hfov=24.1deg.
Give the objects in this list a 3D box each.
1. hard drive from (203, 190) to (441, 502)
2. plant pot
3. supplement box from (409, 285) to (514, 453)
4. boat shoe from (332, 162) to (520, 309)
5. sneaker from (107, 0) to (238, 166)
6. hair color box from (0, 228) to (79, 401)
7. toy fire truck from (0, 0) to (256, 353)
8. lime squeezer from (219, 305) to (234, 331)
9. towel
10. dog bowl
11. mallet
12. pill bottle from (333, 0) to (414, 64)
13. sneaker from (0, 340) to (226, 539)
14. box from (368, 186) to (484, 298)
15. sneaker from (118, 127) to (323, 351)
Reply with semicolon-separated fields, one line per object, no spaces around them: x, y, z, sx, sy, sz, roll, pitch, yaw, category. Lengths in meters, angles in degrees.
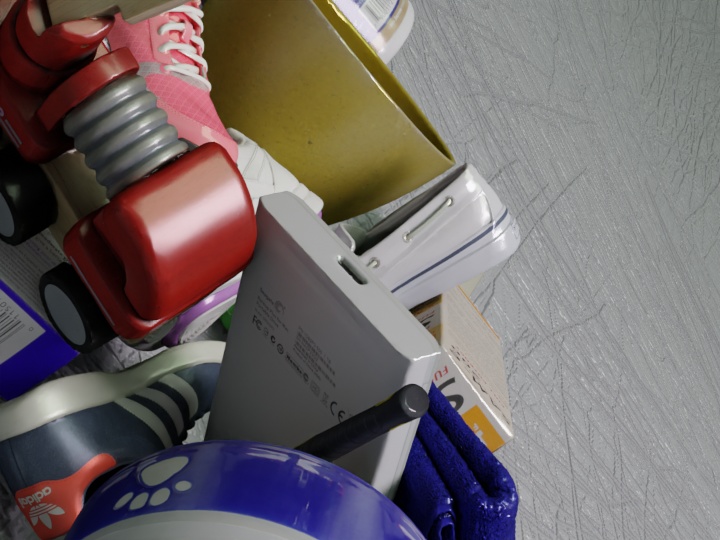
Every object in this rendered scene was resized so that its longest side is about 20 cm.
-0.028;0.079;0.858;0.026;0.201;0.132;-14;45;-35;hard drive
-0.053;-0.103;1.122;0.200;0.142;0.200;49;8;-9;plant pot
0.022;0.079;1.051;0.074;0.126;0.200;52;10;-10;supplement box
0.000;0.000;1.052;0.067;0.199;0.074;58;5;-15;boat shoe
-0.120;-0.133;0.950;0.200;0.087;0.074;49;14;33;sneaker
-0.187;-0.035;0.936;0.109;0.065;0.201;46;31;-22;hair color box
-0.100;-0.077;0.797;0.128;0.200;0.177;-33;90;-30;toy fire truck
-0.049;0.013;1.100;0.199;0.071;0.038;2;36;-40;lime squeezer
0.027;0.159;0.883;0.049;0.202;0.148;-12;34;-23;towel
-0.055;0.181;0.780;0.200;0.199;0.079;49;27;-17;dog bowl
-0.035;0.094;0.816;0.066;0.199;0.041;-24;85;-57;mallet
-0.060;-0.235;1.307;0.200;0.115;0.116;47;29;-22;pill bottle
-0.122;0.094;0.912;0.199;0.075;0.085;-15;83;-58;sneaker
0.027;0.015;1.246;0.083;0.068;0.200;55;26;-7;box
-0.100;-0.021;0.973;0.100;0.075;0.200;49;32;-2;sneaker
